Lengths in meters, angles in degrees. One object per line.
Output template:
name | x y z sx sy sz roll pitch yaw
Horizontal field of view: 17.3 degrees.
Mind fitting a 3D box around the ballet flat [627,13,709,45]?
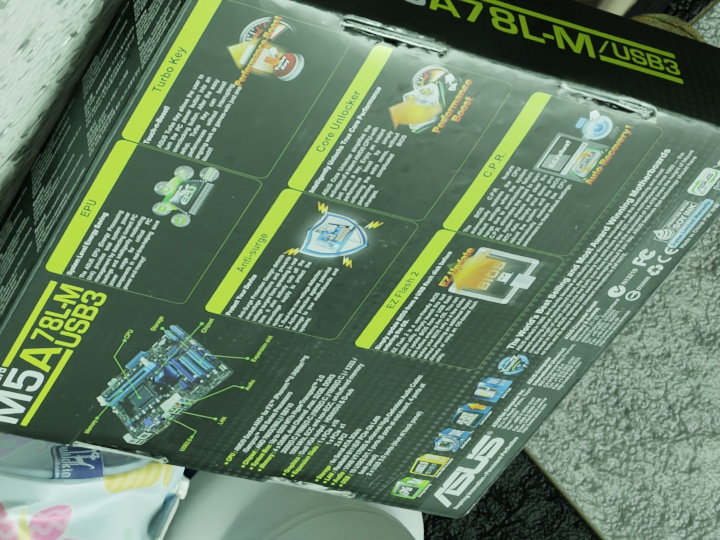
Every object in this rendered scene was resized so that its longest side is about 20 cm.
ballet flat | 0.041 -0.033 0.874 0.199 0.071 0.071 -24 180 12

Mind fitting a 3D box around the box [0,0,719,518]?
box | -0.006 -0.009 0.726 0.200 0.192 0.048 -55 -149 39

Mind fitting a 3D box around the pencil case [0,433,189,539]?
pencil case | -0.116 0.146 0.895 0.083 0.090 0.202 -141 -127 -60

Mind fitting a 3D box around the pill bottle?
pill bottle | -0.042 0.103 0.990 0.120 0.120 0.200 -51 -145 4

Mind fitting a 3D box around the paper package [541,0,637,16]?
paper package | 0.070 -0.152 0.762 0.191 0.103 0.200 -45 172 -47
